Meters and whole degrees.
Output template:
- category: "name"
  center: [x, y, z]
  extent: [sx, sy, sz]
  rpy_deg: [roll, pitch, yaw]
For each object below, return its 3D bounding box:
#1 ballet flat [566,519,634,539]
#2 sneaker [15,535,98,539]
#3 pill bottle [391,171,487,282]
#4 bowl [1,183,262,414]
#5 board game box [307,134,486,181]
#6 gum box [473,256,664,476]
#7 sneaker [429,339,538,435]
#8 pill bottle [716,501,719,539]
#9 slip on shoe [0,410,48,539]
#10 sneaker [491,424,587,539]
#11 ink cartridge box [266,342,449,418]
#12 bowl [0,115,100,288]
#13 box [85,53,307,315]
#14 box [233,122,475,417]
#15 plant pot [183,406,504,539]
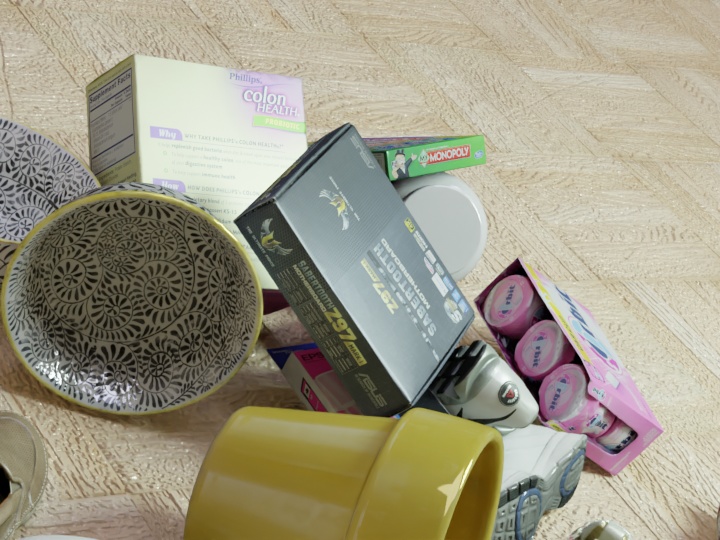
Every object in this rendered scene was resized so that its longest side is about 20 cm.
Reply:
- category: "ballet flat"
  center: [0.189, 0.241, 1.519]
  extent: [0.075, 0.064, 0.200]
  rpy_deg: [33, 28, 16]
- category: "sneaker"
  center: [-0.154, 0.247, 1.214]
  extent: [0.198, 0.074, 0.116]
  rpy_deg: [20, 25, -13]
- category: "pill bottle"
  center: [0.060, -0.039, 1.759]
  extent: [0.110, 0.112, 0.200]
  rpy_deg: [23, -1, -5]
- category: "bowl"
  center: [-0.176, 0.004, 1.457]
  extent: [0.199, 0.202, 0.095]
  rpy_deg: [18, 29, -14]
- category: "board game box"
  center: [-0.001, -0.103, 1.732]
  extent: [0.199, 0.029, 0.134]
  rpy_deg: [2, 11, 44]
- category: "gum box"
  center: [0.193, 0.091, 1.738]
  extent: [0.113, 0.066, 0.201]
  rpy_deg: [34, 18, -36]
- category: "sneaker"
  center: [0.093, 0.110, 1.612]
  extent: [0.088, 0.074, 0.200]
  rpy_deg: [40, -8, -12]
- category: "pill bottle"
  center: [0.366, 0.239, 1.617]
  extent: [0.111, 0.113, 0.200]
  rpy_deg: [24, 28, -3]
- category: "slip on shoe"
  center: [-0.263, 0.149, 1.303]
  extent: [0.075, 0.061, 0.200]
  rpy_deg: [25, 28, -1]
- category: "sneaker"
  center: [0.121, 0.182, 1.578]
  extent: [0.086, 0.075, 0.200]
  rpy_deg: [19, 20, 23]
- category: "ink cartridge box"
  center: [0.005, 0.104, 1.534]
  extent: [0.094, 0.037, 0.200]
  rpy_deg: [-7, 33, -27]
- category: "bowl"
  center: [-0.320, -0.044, 1.550]
  extent: [0.199, 0.095, 0.201]
  rpy_deg: [20, 28, -11]
- category: "box"
  center: [-0.140, -0.071, 1.636]
  extent: [0.175, 0.096, 0.202]
  rpy_deg: [4, 76, -35]
- category: "box"
  center: [0.000, 0.000, 1.503]
  extent: [0.201, 0.051, 0.158]
  rpy_deg: [56, 35, -10]
- category: "plant pot"
  center: [-0.015, 0.185, 1.329]
  extent: [0.187, 0.203, 0.201]
  rpy_deg: [15, 25, 16]
